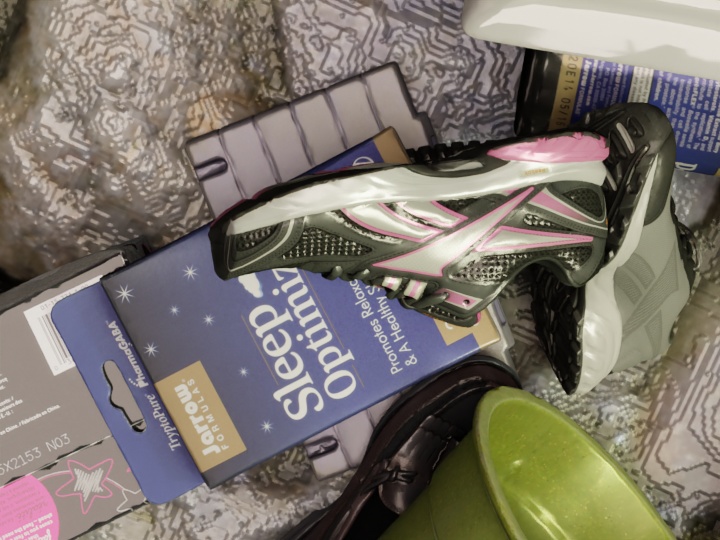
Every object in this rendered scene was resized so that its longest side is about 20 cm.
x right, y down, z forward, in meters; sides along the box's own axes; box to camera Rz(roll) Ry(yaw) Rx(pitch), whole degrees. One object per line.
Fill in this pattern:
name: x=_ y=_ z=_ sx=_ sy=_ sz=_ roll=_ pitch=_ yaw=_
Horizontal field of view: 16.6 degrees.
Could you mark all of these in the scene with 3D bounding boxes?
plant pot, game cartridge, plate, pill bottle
plant pot: x=0.055 y=0.193 z=1.249 sx=0.190 sy=0.200 sz=0.200 roll=-38 pitch=94 yaw=19
game cartridge: x=0.000 y=0.000 z=1.345 sx=0.130 sy=0.038 sz=0.200 roll=-21 pitch=95 yaw=0
plate: x=0.160 y=-0.178 z=1.251 sx=0.200 sy=0.200 sz=0.032 roll=11 pitch=138 yaw=1
pill bottle: x=0.186 y=-0.105 z=1.286 sx=0.200 sy=0.112 sz=0.112 roll=10 pitch=97 yaw=1

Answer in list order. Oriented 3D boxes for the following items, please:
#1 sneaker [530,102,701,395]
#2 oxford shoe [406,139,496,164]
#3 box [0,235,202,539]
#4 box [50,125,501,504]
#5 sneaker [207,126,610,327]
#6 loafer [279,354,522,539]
sneaker: x=0.139 y=-0.018 z=1.281 sx=0.079 sy=0.200 sz=0.074 roll=-16 pitch=55 yaw=-15
oxford shoe: x=0.011 y=-0.008 z=1.303 sx=0.200 sy=0.073 sz=0.084 roll=-23 pitch=115 yaw=4
box: x=-0.182 y=0.081 z=1.320 sx=0.200 sy=0.115 sz=0.132 roll=-26 pitch=94 yaw=3
box: x=-0.044 y=0.027 z=1.242 sx=0.200 sy=0.032 sz=0.121 roll=-28 pitch=94 yaw=2
sneaker: x=0.029 y=-0.012 z=1.187 sx=0.200 sy=0.080 sz=0.086 roll=-10 pitch=94 yaw=-4
loafer: x=0.020 y=0.133 z=1.324 sx=0.072 sy=0.063 sz=0.200 roll=34 pitch=110 yaw=-23
